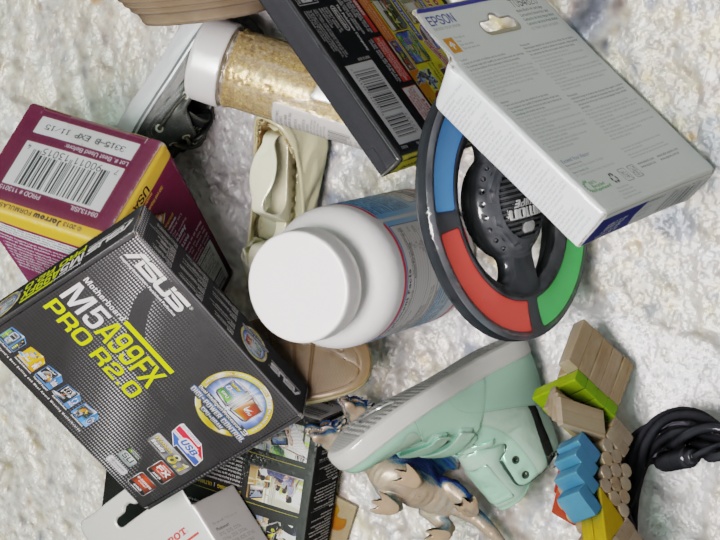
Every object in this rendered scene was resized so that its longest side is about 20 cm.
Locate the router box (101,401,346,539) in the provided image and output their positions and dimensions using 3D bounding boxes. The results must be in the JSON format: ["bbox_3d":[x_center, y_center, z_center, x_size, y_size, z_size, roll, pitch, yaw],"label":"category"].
[{"bbox_3d":[-0.117,0.163,1.755,0.200,0.051,0.149,16,106,25],"label":"router box"}]

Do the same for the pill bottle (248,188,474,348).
[{"bbox_3d":[0.000,0.000,1.595,0.109,0.200,0.109,4,99,27],"label":"pill bottle"}]

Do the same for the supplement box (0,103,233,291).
[{"bbox_3d":[-0.202,-0.026,1.689,0.131,0.200,0.103,17,65,23],"label":"supplement box"}]

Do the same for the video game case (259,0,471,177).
[{"bbox_3d":[0.017,-0.171,1.572,0.026,0.181,0.200,-42,77,36],"label":"video game case"}]

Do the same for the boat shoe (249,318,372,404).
[{"bbox_3d":[-0.082,0.078,1.672,0.200,0.065,0.071,-2,75,17],"label":"boat shoe"}]

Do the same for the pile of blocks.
[{"bbox_3d":[0.157,0.139,1.562,0.062,0.082,0.200,-30,49,42],"label":"pile of blocks"}]

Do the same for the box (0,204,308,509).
[{"bbox_3d":[-0.163,0.069,1.590,0.160,0.044,0.200,-31,113,22],"label":"box"}]

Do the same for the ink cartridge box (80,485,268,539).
[{"bbox_3d":[-0.126,0.257,1.708,0.115,0.068,0.200,-37,81,29],"label":"ink cartridge box"}]

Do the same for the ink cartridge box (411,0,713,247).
[{"bbox_3d":[0.138,-0.114,1.507,0.200,0.200,0.041,48,121,14],"label":"ink cartridge box"}]

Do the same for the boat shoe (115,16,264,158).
[{"bbox_3d":[-0.148,-0.133,1.729,0.057,0.069,0.200,38,110,17],"label":"boat shoe"}]

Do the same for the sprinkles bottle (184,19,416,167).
[{"bbox_3d":[-0.034,-0.139,1.641,0.200,0.068,0.068,18,106,8],"label":"sprinkles bottle"}]

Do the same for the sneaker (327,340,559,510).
[{"bbox_3d":[0.074,0.137,1.585,0.074,0.200,0.118,-19,95,55],"label":"sneaker"}]

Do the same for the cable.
[{"bbox_3d":[0.241,0.182,1.542,0.200,0.051,0.163,34,124,49],"label":"cable"}]

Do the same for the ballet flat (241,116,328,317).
[{"bbox_3d":[-0.069,-0.036,1.702,0.069,0.069,0.200,9,102,26],"label":"ballet flat"}]

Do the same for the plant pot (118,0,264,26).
[{"bbox_3d":[-0.125,-0.242,1.630,0.201,0.201,0.093,-1,103,28],"label":"plant pot"}]

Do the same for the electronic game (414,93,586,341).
[{"bbox_3d":[0.105,-0.048,1.534,0.042,0.200,0.200,-9,93,38],"label":"electronic game"}]

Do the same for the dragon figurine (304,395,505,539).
[{"bbox_3d":[0.051,0.165,1.666,0.200,0.099,0.059,28,111,-19],"label":"dragon figurine"}]

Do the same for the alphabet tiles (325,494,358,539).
[{"bbox_3d":[-0.090,0.223,1.784,0.166,0.006,0.200,24,108,23],"label":"alphabet tiles"}]
